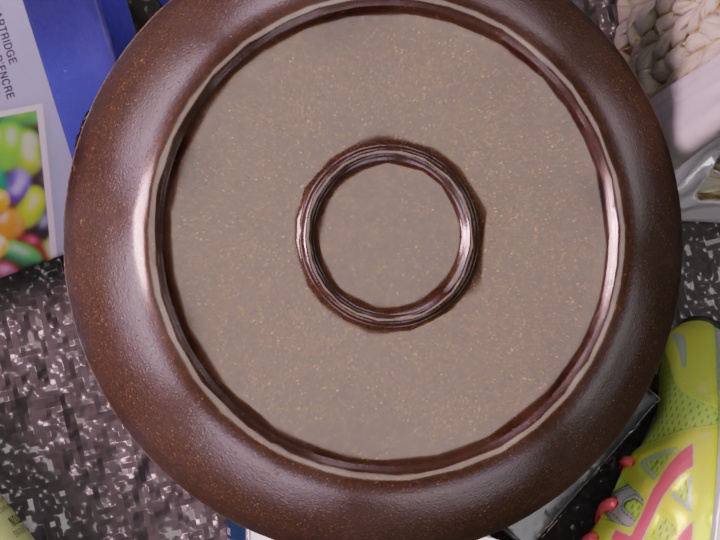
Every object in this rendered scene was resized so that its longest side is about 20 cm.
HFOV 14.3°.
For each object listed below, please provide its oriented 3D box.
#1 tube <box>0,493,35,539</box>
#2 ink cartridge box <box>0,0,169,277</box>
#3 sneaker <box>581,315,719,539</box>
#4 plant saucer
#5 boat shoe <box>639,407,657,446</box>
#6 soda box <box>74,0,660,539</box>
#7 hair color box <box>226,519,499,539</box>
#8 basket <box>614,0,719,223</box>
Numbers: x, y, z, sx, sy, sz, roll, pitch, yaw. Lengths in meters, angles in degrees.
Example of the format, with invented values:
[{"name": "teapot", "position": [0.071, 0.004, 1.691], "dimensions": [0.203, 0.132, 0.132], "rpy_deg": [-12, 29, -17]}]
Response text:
[{"name": "tube", "position": [-0.109, 0.131, 0.982], "dimensions": [0.200, 0.052, 0.058], "rpy_deg": [51, 46, 1]}, {"name": "ink cartridge box", "position": [-0.146, -0.049, 0.967], "dimensions": [0.199, 0.042, 0.120], "rpy_deg": [-21, 127, -10]}, {"name": "sneaker", "position": [0.090, 0.109, 0.955], "dimensions": [0.090, 0.078, 0.201], "rpy_deg": [3, 69, 14]}, {"name": "plant saucer", "position": [0.007, -0.010, 0.896], "dimensions": [0.199, 0.032, 0.202], "rpy_deg": [0, 88, -8]}, {"name": "boat shoe", "position": [0.127, 0.132, 1.015], "dimensions": [0.074, 0.062, 0.201], "rpy_deg": [9, 85, -5]}, {"name": "soda box", "position": [0.000, 0.000, 0.941], "dimensions": [0.200, 0.063, 0.071], "rpy_deg": [43, 83, -3]}, {"name": "hair color box", "position": [0.004, 0.095, 1.000], "dimensions": [0.099, 0.061, 0.201], "rpy_deg": [0, 87, -8]}, {"name": "basket", "position": [0.164, -0.089, 0.964], "dimensions": [0.135, 0.200, 0.124], "rpy_deg": [3, 81, -8]}]
